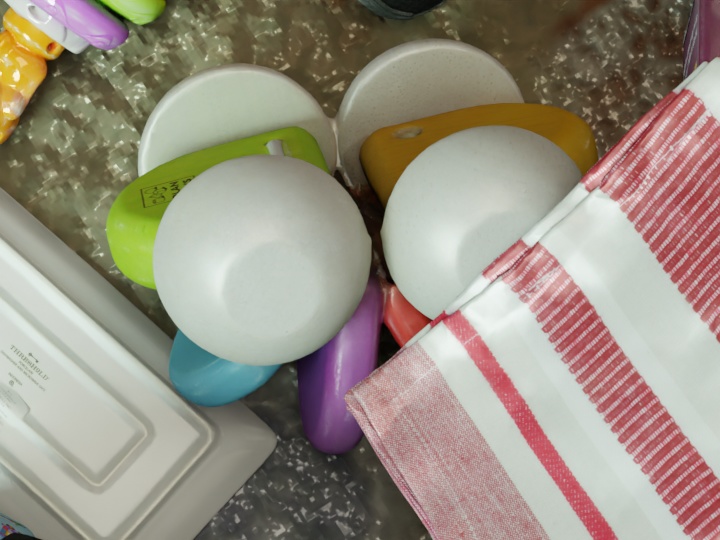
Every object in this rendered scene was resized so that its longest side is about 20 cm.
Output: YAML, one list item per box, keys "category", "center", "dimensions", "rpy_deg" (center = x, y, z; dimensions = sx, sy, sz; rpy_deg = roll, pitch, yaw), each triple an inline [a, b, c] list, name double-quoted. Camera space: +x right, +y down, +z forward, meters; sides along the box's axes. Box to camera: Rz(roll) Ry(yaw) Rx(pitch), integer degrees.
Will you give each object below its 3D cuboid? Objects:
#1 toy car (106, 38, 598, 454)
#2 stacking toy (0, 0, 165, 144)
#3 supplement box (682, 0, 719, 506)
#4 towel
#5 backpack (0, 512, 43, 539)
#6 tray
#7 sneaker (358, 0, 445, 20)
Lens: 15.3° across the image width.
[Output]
- category: "toy car"
  center: [0.000, 0.000, 1.085]
  dimensions: [0.199, 0.175, 0.151]
  rpy_deg: [-8, 114, -6]
- category: "stacking toy"
  center: [-0.113, -0.133, 1.132]
  dimensions: [0.110, 0.116, 0.200]
  rpy_deg: [38, 93, 25]
- category: "supplement box"
  center: [0.187, -0.003, 1.003]
  dimensions: [0.130, 0.103, 0.201]
  rpy_deg: [0, 78, 4]
- category: "towel"
  center: [0.099, 0.037, 0.949]
  dimensions: [0.200, 0.023, 0.144]
  rpy_deg: [-44, 62, 16]
- category: "backpack"
  center: [-0.133, 0.168, 0.997]
  dimensions: [0.182, 0.200, 0.135]
  rpy_deg: [31, 76, 3]
- category: "tray"
  center: [-0.141, 0.042, 1.118]
  dimensions: [0.200, 0.022, 0.107]
  rpy_deg: [41, 78, 6]
- category: "sneaker"
  center: [0.029, -0.157, 1.084]
  dimensions: [0.079, 0.200, 0.095]
  rpy_deg: [-31, 63, -17]
